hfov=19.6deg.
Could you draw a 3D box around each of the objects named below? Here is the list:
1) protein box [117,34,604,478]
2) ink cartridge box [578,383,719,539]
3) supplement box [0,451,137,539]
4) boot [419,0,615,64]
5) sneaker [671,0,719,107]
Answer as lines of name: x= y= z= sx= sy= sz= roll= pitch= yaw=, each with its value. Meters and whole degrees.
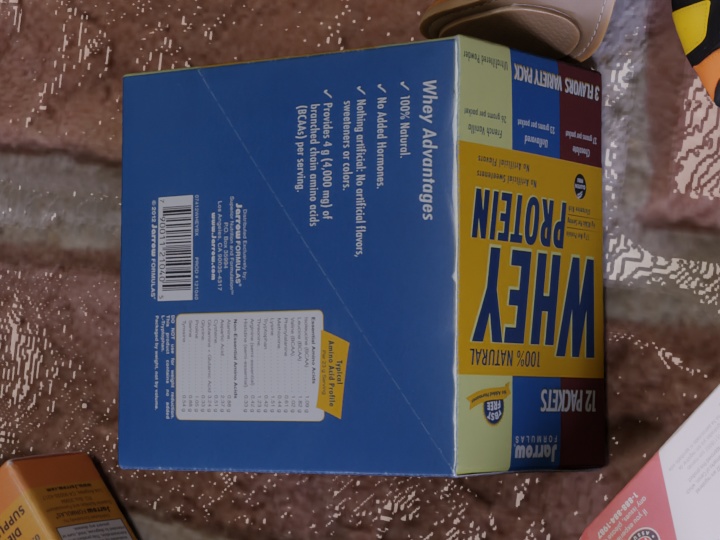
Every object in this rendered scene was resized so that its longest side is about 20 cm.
protein box: x=0.000 y=0.000 z=1.017 sx=0.200 sy=0.135 sz=0.199 roll=-3 pitch=85 yaw=35
ink cartridge box: x=0.205 y=0.152 z=0.906 sx=0.117 sy=0.067 sz=0.200 roll=-51 pitch=60 yaw=22
supplement box: x=-0.145 y=0.199 z=1.150 sx=0.067 sy=0.069 sz=0.200 roll=-46 pitch=66 yaw=27
boot: x=0.098 y=-0.190 z=0.993 sx=0.200 sy=0.077 sz=0.156 roll=139 pitch=146 yaw=-65
sneaker: x=0.230 y=-0.127 z=0.912 sx=0.200 sy=0.070 sz=0.090 roll=-12 pitch=96 yaw=34
